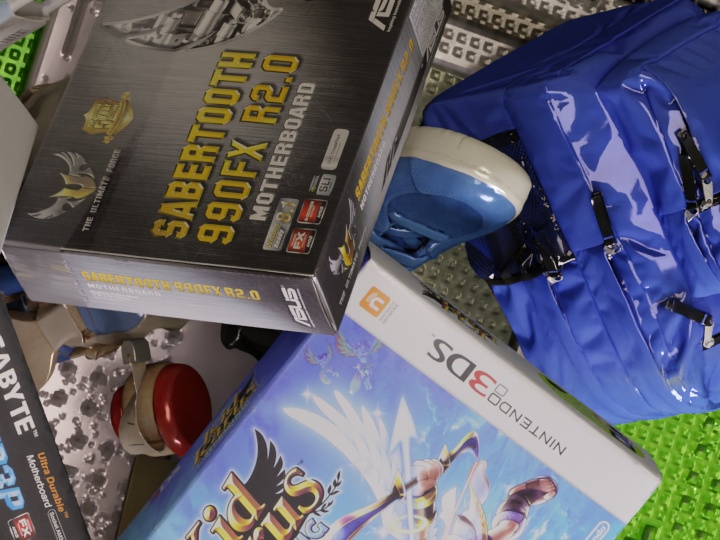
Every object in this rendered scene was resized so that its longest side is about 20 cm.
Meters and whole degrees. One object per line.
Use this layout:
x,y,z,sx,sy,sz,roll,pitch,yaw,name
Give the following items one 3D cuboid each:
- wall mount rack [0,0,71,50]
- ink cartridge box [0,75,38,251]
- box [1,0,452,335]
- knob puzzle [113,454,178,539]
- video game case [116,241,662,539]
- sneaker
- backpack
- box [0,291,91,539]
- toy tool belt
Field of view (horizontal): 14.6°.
-0.222,-0.130,1.345,0.199,0.174,0.075,-29,87,10,wall mount rack
-0.256,-0.017,1.285,0.199,0.146,0.084,-28,117,19,ink cartridge box
-0.059,-0.070,1.310,0.158,0.048,0.201,7,56,20,box
-0.041,0.201,1.446,0.218,0.030,0.221,9,56,-14,knob puzzle
0.010,0.117,1.323,0.181,0.045,0.200,37,98,-14,video game case
0.001,0.001,1.370,0.077,0.200,0.112,33,66,-29,sneaker
0.146,-0.022,1.436,0.162,0.167,0.201,-29,105,-39,backpack
-0.185,0.088,1.362,0.046,0.159,0.201,-24,106,-18,box
-0.148,0.001,1.424,0.122,0.125,0.201,-10,90,26,toy tool belt
